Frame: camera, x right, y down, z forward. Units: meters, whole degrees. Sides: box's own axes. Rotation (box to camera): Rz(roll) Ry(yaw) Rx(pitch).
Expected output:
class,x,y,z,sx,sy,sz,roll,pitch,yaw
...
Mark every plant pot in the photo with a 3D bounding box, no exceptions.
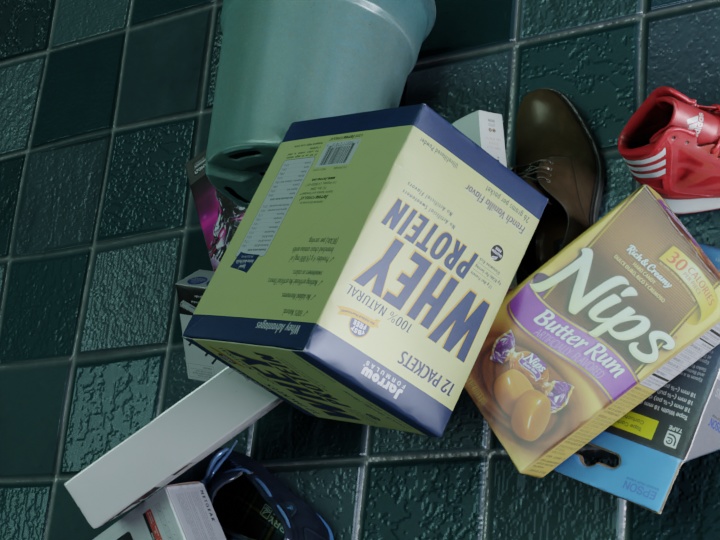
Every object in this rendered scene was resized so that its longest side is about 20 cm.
class,x,y,z,sx,sy,sz,roll,pitch,yaw
plant pot,-0.047,-0.160,1.379,0.200,0.200,0.197,-5,61,35

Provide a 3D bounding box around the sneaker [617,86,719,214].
class,x,y,z,sx,sy,sz,roll,pitch,yaw
sneaker,0.287,-0.094,1.175,0.199,0.115,0.079,-14,64,32

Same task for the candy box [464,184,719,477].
class,x,y,z,sx,sy,sz,roll,pitch,yaw
candy box,0.170,0.046,1.145,0.200,0.056,0.117,-40,65,13

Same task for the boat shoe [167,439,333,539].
class,x,y,z,sx,sy,sz,roll,pitch,yaw
boat shoe,-0.107,0.196,1.375,0.199,0.069,0.084,16,81,40

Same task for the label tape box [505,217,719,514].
class,x,y,z,sx,sy,sz,roll,pitch,yaw
label tape box,0.217,0.075,1.190,0.144,0.063,0.201,19,83,39

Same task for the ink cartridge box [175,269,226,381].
class,x,y,z,sx,sy,sz,roll,pitch,yaw
ink cartridge box,-0.065,0.058,1.371,0.199,0.044,0.094,6,113,29

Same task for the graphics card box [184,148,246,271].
class,x,y,z,sx,sy,sz,roll,pitch,yaw
graphics card box,-0.087,-0.049,1.476,0.125,0.051,0.201,-32,54,22

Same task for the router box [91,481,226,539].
class,x,y,z,sx,sy,sz,roll,pitch,yaw
router box,-0.172,0.311,1.340,0.179,0.049,0.201,-37,68,30

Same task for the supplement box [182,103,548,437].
class,x,y,z,sx,sy,sz,roll,pitch,yaw
supplement box,0.000,0.000,1.183,0.200,0.134,0.200,1,61,59

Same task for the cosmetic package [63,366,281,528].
class,x,y,z,sx,sy,sz,roll,pitch,yaw
cosmetic package,-0.147,0.138,1.317,0.200,0.083,0.051,-35,88,4

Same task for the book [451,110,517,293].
class,x,y,z,sx,sy,sz,roll,pitch,yaw
book,0.079,-0.015,1.289,0.133,0.048,0.201,-26,63,54

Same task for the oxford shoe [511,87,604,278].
class,x,y,z,sx,sy,sz,roll,pitch,yaw
oxford shoe,0.155,-0.072,1.285,0.072,0.084,0.201,-22,58,29
